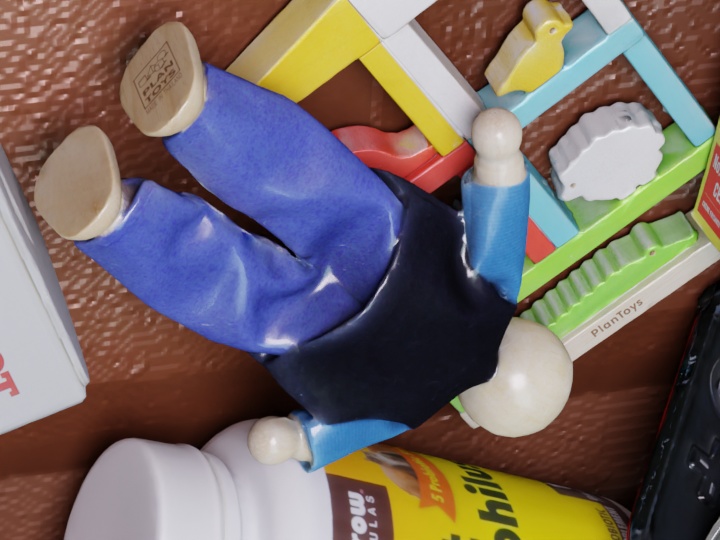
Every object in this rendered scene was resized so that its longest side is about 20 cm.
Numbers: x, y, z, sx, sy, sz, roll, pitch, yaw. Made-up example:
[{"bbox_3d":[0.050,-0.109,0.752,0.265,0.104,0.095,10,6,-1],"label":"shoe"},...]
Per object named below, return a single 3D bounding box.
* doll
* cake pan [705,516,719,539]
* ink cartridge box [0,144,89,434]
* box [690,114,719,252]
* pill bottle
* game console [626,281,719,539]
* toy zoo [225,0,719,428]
[{"bbox_3d":[0.000,0.000,0.806,0.200,0.049,0.137,34,101,-37],"label":"doll"},{"bbox_3d":[0.197,0.139,0.869,0.199,0.037,0.202,-4,102,-18],"label":"cake pan"},{"bbox_3d":[-0.196,0.000,0.742,0.199,0.084,0.145,-21,131,-1],"label":"ink cartridge box"},{"bbox_3d":[0.158,-0.087,0.790,0.050,0.075,0.201,-1,122,-19],"label":"box"},{"bbox_3d":[0.001,0.114,0.886,0.199,0.110,0.110,14,121,-29],"label":"pill bottle"},{"bbox_3d":[0.215,0.071,0.891,0.200,0.173,0.118,36,146,-21],"label":"game console"},{"bbox_3d":[0.036,-0.043,0.831,0.131,0.021,0.200,-36,130,10],"label":"toy zoo"}]
